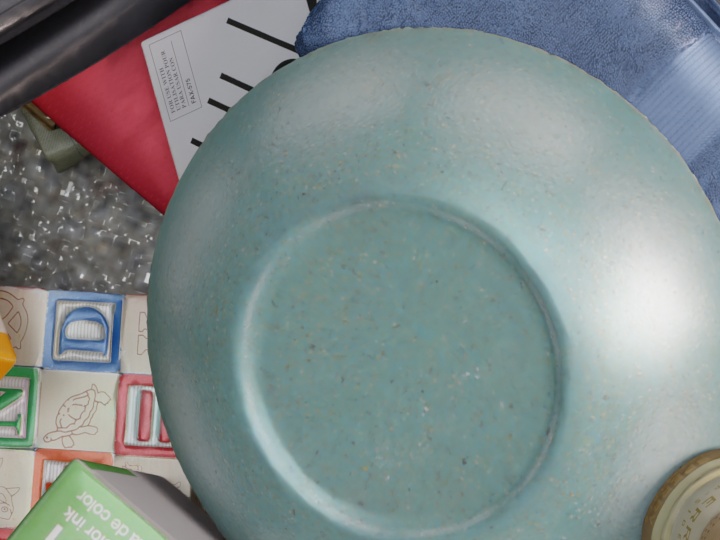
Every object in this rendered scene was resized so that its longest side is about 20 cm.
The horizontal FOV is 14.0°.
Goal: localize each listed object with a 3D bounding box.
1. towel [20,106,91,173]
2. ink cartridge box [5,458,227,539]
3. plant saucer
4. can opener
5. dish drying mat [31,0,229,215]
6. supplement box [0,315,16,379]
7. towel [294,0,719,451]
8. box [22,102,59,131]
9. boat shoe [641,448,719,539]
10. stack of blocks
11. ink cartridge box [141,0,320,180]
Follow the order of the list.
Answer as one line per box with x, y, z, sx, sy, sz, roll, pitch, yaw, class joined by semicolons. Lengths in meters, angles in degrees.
-0.077;-0.163;1.094;0.200;0.035;0.193;-29;84;0;towel
-0.110;0.164;0.937;0.084;0.145;0.200;39;89;9;ink cartridge box
0.018;0.027;0.897;0.201;0.039;0.201;4;101;20;plant saucer
-0.079;-0.107;1.000;0.079;0.063;0.200;26;60;41;can opener
-0.043;-0.047;1.049;0.200;0.018;0.077;40;88;-10;dish drying mat
-0.213;-0.033;1.002;0.074;0.126;0.200;-45;52;28;supplement box
0.078;-0.037;0.909;0.200;0.049;0.112;47;112;7;towel
-0.135;-0.176;1.059;0.200;0.021;0.164;40;89;-1;box
0.171;0.128;0.876;0.200;0.065;0.071;32;94;-18;boat shoe
-0.113;0.108;1.048;0.115;0.059;0.200;2;84;7;stack of blocks
0.000;0.000;0.974;0.094;0.044;0.200;-23;74;23;ink cartridge box
